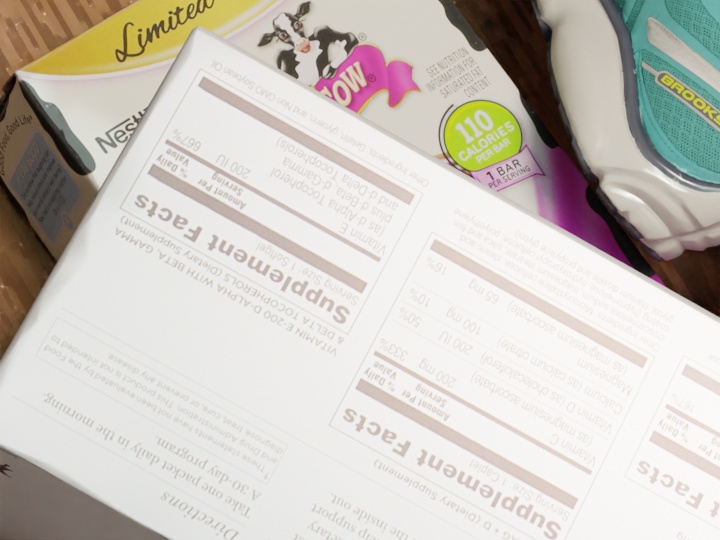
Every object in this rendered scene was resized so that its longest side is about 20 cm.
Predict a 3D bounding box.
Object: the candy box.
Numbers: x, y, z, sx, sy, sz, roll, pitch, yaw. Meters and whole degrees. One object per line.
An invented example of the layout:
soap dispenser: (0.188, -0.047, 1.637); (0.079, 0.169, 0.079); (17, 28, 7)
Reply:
candy box: (0.000, 0.000, 0.805); (0.136, 0.061, 0.200); (-34, 83, -28)

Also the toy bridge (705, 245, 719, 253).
toy bridge: (0.148, -0.096, 0.918); (0.067, 0.027, 0.201); (13, 65, -18)

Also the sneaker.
sneaker: (0.096, -0.089, 0.841); (0.079, 0.078, 0.201); (-26, 50, 14)

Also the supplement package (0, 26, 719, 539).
supplement package: (0.012, 0.056, 0.668); (0.199, 0.156, 0.111); (30, 73, -1)
